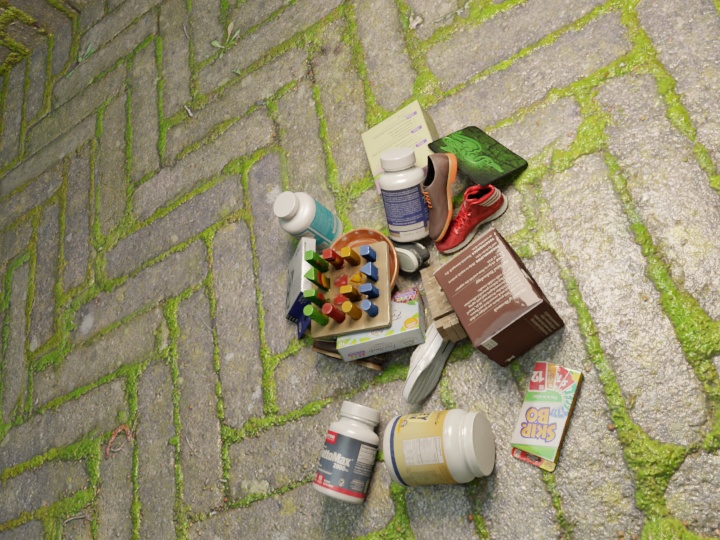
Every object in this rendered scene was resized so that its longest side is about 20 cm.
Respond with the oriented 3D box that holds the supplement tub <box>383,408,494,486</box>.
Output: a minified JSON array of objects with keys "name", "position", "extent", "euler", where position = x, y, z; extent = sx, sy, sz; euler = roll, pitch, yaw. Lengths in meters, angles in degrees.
[{"name":"supplement tub","position":[0.161,0.361,1.377],"extent":[0.197,0.144,0.147],"euler":[-13,63,28]}]

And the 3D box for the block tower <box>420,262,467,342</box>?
[{"name":"block tower","position":[0.182,0.068,1.504],"extent":[0.053,0.058,0.202],"euler":[-25,40,13]}]

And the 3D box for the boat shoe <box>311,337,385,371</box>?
[{"name":"boat shoe","position":[-0.026,0.186,1.623],"extent":[0.197,0.070,0.072],"euler":[10,83,27]}]

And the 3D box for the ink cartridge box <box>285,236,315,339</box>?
[{"name":"ink cartridge box","position":[-0.154,0.049,1.709],"extent":[0.200,0.040,0.203],"euler":[125,147,-60]}]

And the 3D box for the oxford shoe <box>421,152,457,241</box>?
[{"name":"oxford shoe","position":[0.168,-0.168,1.546],"extent":[0.071,0.071,0.204],"euler":[-157,69,-63]}]

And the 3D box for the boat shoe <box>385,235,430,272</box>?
[{"name":"boat shoe","position":[0.090,-0.047,1.650],"extent":[0.060,0.077,0.199],"euler":[-29,35,-26]}]

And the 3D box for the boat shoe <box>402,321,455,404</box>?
[{"name":"boat shoe","position":[0.146,0.203,1.507],"extent":[0.066,0.074,0.201],"euler":[21,70,48]}]

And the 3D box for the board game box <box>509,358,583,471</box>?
[{"name":"board game box","position":[0.368,0.286,1.345],"extent":[0.095,0.030,0.203],"euler":[13,81,37]}]

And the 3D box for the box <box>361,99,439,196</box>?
[{"name":"box","position":[0.116,-0.292,1.712],"extent":[0.174,0.096,0.202],"euler":[-28,57,21]}]

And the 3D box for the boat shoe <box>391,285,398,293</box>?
[{"name":"boat shoe","position":[0.002,0.061,1.664],"extent":[0.197,0.075,0.075],"euler":[5,105,26]}]

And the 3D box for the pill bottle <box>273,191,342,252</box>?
[{"name":"pill bottle","position":[-0.138,-0.130,1.747],"extent":[0.109,0.199,0.113],"euler":[-13,63,28]}]

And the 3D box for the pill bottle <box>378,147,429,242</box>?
[{"name":"pill bottle","position":[0.104,-0.179,1.587],"extent":[0.109,0.203,0.111],"euler":[-11,25,5]}]

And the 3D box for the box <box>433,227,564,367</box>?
[{"name":"box","position":[0.286,0.058,1.406],"extent":[0.163,0.165,0.202],"euler":[-37,55,14]}]

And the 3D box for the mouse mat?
[{"name":"mouse mat","position":[0.274,-0.273,1.587],"extent":[0.159,0.008,0.200],"euler":[-27,50,-26]}]

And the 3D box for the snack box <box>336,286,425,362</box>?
[{"name":"snack box","position":[0.047,0.123,1.556],"extent":[0.197,0.053,0.143],"euler":[-16,38,15]}]

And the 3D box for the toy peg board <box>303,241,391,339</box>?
[{"name":"toy peg board","position":[-0.040,0.033,1.528],"extent":[0.196,0.098,0.203],"euler":[-12,66,23]}]

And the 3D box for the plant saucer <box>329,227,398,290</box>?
[{"name":"plant saucer","position":[0.000,0.000,1.599],"extent":[0.197,0.032,0.204],"euler":[-8,70,23]}]

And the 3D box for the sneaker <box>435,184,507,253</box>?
[{"name":"sneaker","position":[0.235,-0.129,1.551],"extent":[0.200,0.115,0.079],"euler":[-42,53,11]}]

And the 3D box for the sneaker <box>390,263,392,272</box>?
[{"name":"sneaker","position":[0.007,-0.006,1.656],"extent":[0.099,0.070,0.199],"euler":[-33,38,-24]}]

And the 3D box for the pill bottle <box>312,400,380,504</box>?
[{"name":"pill bottle","position":[-0.024,0.401,1.500],"extent":[0.118,0.119,0.203],"euler":[7,74,35]}]
